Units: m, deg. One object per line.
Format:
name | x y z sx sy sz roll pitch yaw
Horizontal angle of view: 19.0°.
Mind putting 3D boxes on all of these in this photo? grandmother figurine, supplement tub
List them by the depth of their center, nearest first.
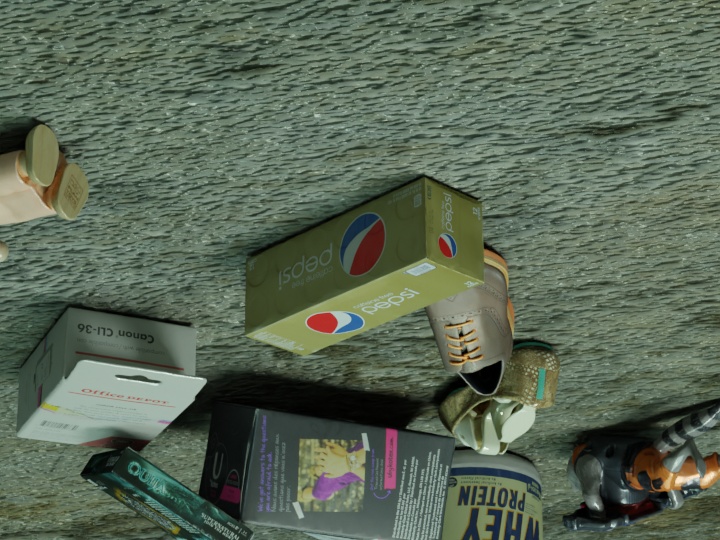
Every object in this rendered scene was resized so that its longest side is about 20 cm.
grandmother figurine | -0.292 -0.048 1.532 0.200 0.061 0.121 -9 127 26
supplement tub | 0.108 0.290 2.106 0.145 0.200 0.145 0 156 0

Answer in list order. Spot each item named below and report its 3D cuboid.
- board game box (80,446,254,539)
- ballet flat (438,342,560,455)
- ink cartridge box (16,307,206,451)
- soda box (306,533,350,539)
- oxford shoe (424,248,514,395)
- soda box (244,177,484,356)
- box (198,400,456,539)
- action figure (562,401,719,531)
board game box | -0.176 0.208 1.925 0.135 0.028 0.200 35 166 -10
ballet flat | 0.118 0.126 1.905 0.070 0.065 0.200 7 155 -14
ink cartridge box | -0.210 0.089 1.819 0.116 0.068 0.200 10 156 -21
soda box | -0.014 0.235 2.154 0.068 0.064 0.200 -16 151 31
oxford shoe | 0.087 0.038 1.697 0.071 0.073 0.200 -8 155 15
soda box | 0.000 0.000 1.618 0.064 0.068 0.200 21 148 -40
box | -0.031 0.185 1.950 0.200 0.106 0.122 11 175 -22
action figure | 0.283 0.182 2.039 0.193 0.105 0.200 -11 180 40
